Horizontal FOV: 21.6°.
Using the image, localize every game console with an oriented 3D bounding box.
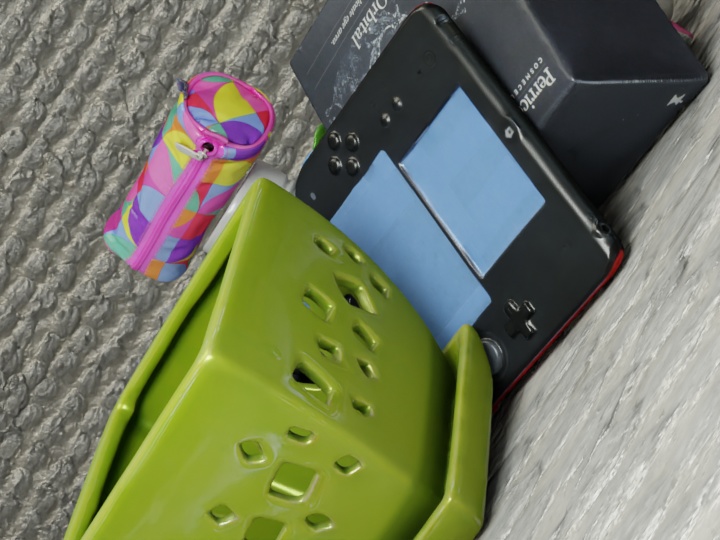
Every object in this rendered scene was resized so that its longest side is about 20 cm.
[{"bbox_3d":[0.049,-0.027,1.108,0.031,0.201,0.177,-15,-29,-42],"label":"game console"}]

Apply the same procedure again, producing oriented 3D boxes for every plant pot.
[{"bbox_3d":[-0.038,0.104,1.040,0.200,0.181,0.199,-54,13,28],"label":"plant pot"}]

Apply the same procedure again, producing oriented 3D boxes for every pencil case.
[{"bbox_3d":[-0.141,-0.074,1.527,0.200,0.088,0.089,-55,5,46],"label":"pencil case"}]

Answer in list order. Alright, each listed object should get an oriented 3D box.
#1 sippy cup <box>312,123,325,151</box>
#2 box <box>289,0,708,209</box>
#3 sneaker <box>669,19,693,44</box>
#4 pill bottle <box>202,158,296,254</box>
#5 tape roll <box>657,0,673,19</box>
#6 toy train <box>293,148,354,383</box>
[{"bbox_3d":[0.046,-0.096,1.550,0.177,0.140,0.130,-35,-22,33],"label":"sippy cup"},{"bbox_3d":[0.078,-0.125,1.176,0.117,0.201,0.197,-6,-35,-38],"label":"box"},{"bbox_3d":[0.160,-0.130,1.264,0.089,0.081,0.200,-59,-4,-7],"label":"sneaker"},{"bbox_3d":[-0.024,-0.002,1.556,0.115,0.199,0.114,-57,5,8],"label":"pill bottle"},{"bbox_3d":[0.128,-0.212,1.350,0.037,0.202,0.203,-59,5,-17],"label":"tape roll"},{"bbox_3d":[0.000,0.000,1.297,0.087,0.114,0.201,21,90,65],"label":"toy train"}]
